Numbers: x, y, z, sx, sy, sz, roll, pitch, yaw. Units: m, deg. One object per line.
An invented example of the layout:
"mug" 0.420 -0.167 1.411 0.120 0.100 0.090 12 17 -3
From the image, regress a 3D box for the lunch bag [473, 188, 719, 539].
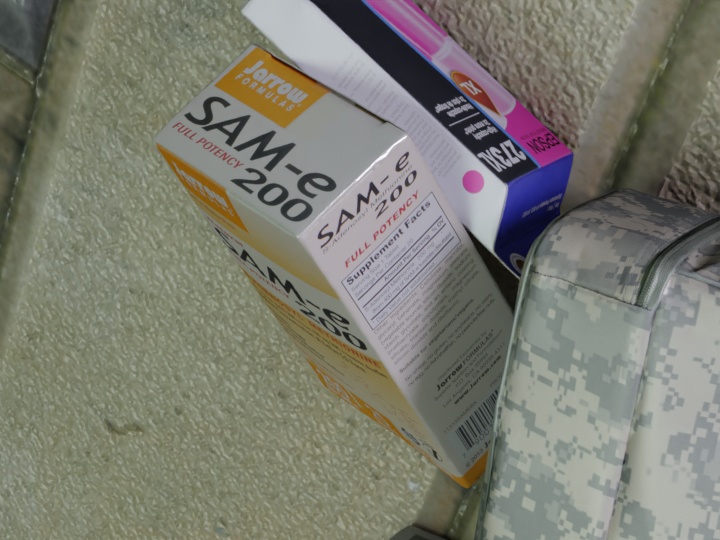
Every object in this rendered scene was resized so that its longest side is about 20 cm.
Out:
"lunch bag" 0.157 0.079 1.075 0.167 0.139 0.201 18 107 25

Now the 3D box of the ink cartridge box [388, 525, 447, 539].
"ink cartridge box" 0.077 0.257 1.309 0.159 0.047 0.201 18 121 28

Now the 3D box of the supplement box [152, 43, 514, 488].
"supplement box" 0.000 0.000 1.136 0.126 0.074 0.200 33 162 46

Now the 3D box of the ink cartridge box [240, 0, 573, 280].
"ink cartridge box" 0.039 -0.074 1.132 0.200 0.095 0.037 46 116 9
